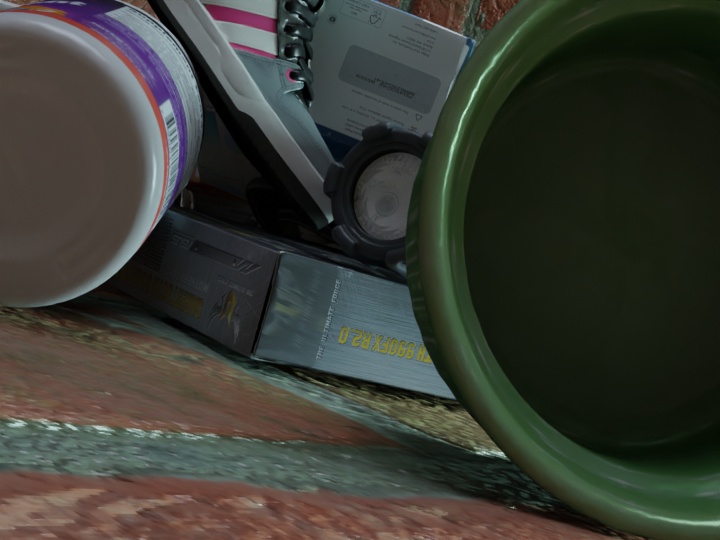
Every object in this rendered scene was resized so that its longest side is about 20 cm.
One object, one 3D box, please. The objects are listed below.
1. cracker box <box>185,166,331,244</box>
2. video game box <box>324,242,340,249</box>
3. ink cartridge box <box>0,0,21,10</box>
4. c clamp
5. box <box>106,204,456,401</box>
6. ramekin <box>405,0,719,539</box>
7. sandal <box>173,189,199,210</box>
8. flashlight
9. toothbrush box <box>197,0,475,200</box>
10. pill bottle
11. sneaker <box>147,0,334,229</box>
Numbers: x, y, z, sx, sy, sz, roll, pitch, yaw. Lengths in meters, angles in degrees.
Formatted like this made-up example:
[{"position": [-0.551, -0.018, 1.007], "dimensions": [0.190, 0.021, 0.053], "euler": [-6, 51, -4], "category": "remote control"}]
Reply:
[{"position": [-0.077, -0.054, 0.988], "dimensions": [0.132, 0.058, 0.200], "euler": [11, -12, -11], "category": "cracker box"}, {"position": [0.091, -0.003, 0.995], "dimensions": [0.198, 0.047, 0.182], "euler": [-9, -12, 28], "category": "video game box"}, {"position": [-0.245, -0.123, 1.042], "dimensions": [0.198, 0.147, 0.085], "euler": [17, 4, -2], "category": "ink cartridge box"}, {"position": [0.000, 0.000, 0.839], "dimensions": [0.198, 0.027, 0.171], "euler": [26, -21, 23], "category": "c clamp"}, {"position": [-0.030, 0.012, 0.667], "dimensions": [0.157, 0.049, 0.199], "euler": [14, 3, -35], "category": "box"}, {"position": [0.109, -0.009, 0.481], "dimensions": [0.198, 0.203, 0.098], "euler": [16, -5, -7], "category": "ramekin"}, {"position": [-0.134, -0.033, 0.851], "dimensions": [0.079, 0.058, 0.201], "euler": [17, 3, 16], "category": "sandal"}, {"position": [0.050, -0.019, 0.664], "dimensions": [0.067, 0.069, 0.200], "euler": [12, -5, 25], "category": "flashlight"}, {"position": [-0.023, -0.091, 0.788], "dimensions": [0.145, 0.086, 0.200], "euler": [22, -12, 1], "category": "toothbrush box"}, {"position": [-0.128, -0.063, 0.585], "dimensions": [0.110, 0.113, 0.200], "euler": [16, 14, -3], "category": "pill bottle"}, {"position": [-0.033, -0.132, 0.656], "dimensions": [0.201, 0.120, 0.084], "euler": [58, -6, 2], "category": "sneaker"}]
